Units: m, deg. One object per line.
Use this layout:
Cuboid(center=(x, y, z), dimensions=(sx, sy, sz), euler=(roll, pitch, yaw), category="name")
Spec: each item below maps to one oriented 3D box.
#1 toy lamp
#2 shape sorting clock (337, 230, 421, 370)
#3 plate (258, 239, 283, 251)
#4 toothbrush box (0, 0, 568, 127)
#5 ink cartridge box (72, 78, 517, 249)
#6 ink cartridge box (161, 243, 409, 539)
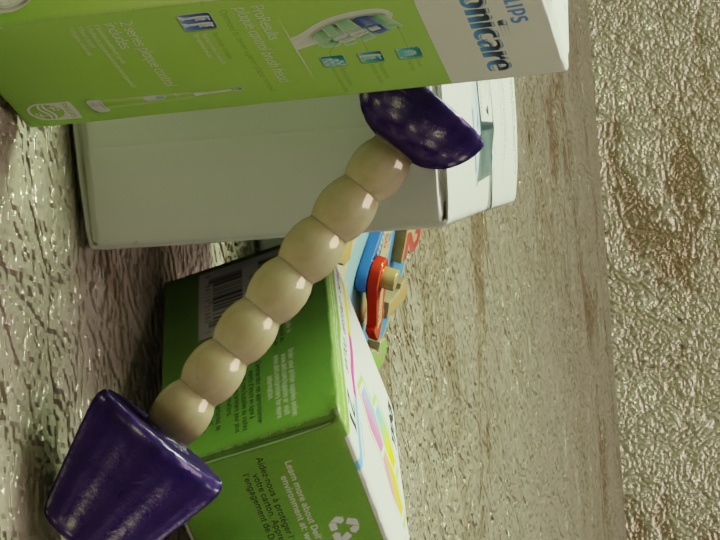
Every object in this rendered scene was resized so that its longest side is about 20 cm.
Cuboid(center=(-0.037, 0.017, 0.805), dimensions=(0.200, 0.058, 0.058), euler=(-53, 164, -1), category="toy lamp")
Cuboid(center=(0.000, 0.000, 1.166), dimensions=(0.200, 0.039, 0.201), euler=(14, 90, -80), category="shape sorting clock")
Cuboid(center=(-0.032, -0.107, 1.197), dimensions=(0.200, 0.032, 0.201), euler=(-72, 155, -60), category="plate")
Cuboid(center=(-0.034, -0.139, 0.780), dimensions=(0.086, 0.199, 0.146), euler=(58, 30, -67), category="toothbrush box")
Cuboid(center=(-0.020, -0.060, 0.946), dimensions=(0.200, 0.146, 0.086), euler=(-28, 114, -77), category="ink cartridge box")
Cuboid(center=(-0.015, 0.109, 0.954), dimensions=(0.148, 0.075, 0.201), euler=(-97, 167, -60), category="ink cartridge box")
